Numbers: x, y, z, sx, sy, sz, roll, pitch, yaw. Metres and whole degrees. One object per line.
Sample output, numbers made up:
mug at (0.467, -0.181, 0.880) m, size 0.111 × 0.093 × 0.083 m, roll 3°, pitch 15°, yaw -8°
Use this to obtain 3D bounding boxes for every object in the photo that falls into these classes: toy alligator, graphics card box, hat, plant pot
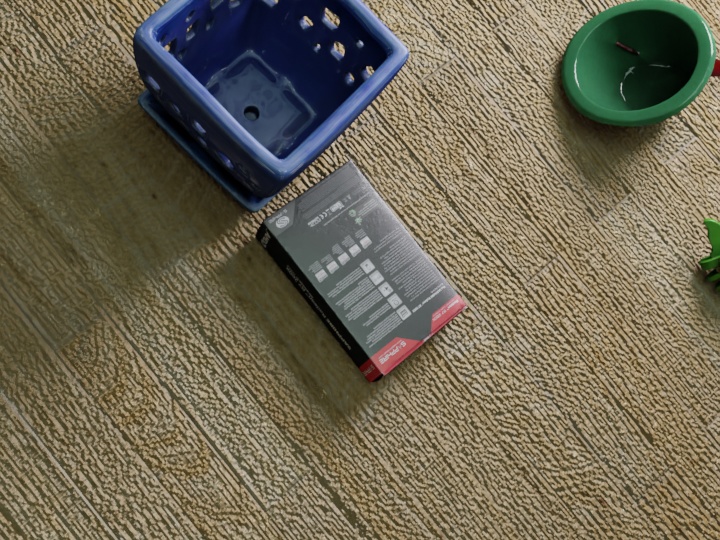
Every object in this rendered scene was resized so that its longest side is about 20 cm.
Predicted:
toy alligator at (0.448, 0.026, 1.280) m, size 0.200 × 0.059 × 0.054 m, roll 46°, pitch 109°, yaw 1°
graphics card box at (0.000, 0.000, 1.163) m, size 0.125 × 0.051 × 0.200 m, roll -38°, pitch 87°, yaw -22°
hat at (0.357, -0.210, 1.347) m, size 0.199 × 0.176 × 0.167 m, roll 1°, pitch 70°, yaw 25°
plant pot at (-0.100, -0.187, 1.125) m, size 0.200 × 0.180 × 0.200 m, roll 44°, pitch 67°, yaw 0°
